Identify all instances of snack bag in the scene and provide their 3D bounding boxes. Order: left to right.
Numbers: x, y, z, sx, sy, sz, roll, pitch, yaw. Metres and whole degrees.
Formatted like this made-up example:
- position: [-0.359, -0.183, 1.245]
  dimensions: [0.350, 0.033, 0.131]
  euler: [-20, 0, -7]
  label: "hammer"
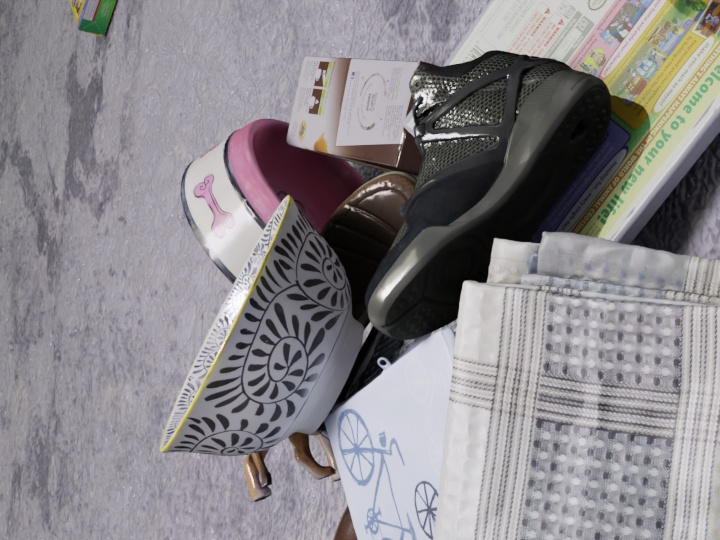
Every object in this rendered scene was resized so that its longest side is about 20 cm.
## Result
- position: [0.042, 0.147, 0.850]
  dimensions: [0.200, 0.021, 0.190]
  euler: [-46, 57, 57]
  label: "snack bag"

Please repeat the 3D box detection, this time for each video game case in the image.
- position: [0.142, -0.119, 0.854]
  dimensions: [0.182, 0.022, 0.201]
  euler: [46, 107, 31]
  label: "video game case"

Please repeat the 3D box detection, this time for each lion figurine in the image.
- position: [-0.044, 0.113, 1.099]
  dimensions: [0.072, 0.200, 0.124]
  euler: [-24, 78, 23]
  label: "lion figurine"

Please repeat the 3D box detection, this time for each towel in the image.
- position: [0.132, 0.083, 0.712]
  dimensions: [0.191, 0.034, 0.202]
  euler: [8, 86, 32]
  label: "towel"

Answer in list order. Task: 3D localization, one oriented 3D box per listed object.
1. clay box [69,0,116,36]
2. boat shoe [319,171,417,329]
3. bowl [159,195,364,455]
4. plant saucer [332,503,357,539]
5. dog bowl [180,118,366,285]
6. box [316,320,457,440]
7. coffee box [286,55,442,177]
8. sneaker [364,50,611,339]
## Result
- position: [-0.421, -0.465, 2.109]
  dimensions: [0.116, 0.047, 0.201]
  euler: [-64, 33, 26]
  label: "clay box"
- position: [0.000, 0.000, 1.041]
  dimensions: [0.072, 0.076, 0.201]
  euler: [45, 123, 14]
  label: "boat shoe"
- position: [-0.057, 0.056, 0.960]
  dimensions: [0.202, 0.094, 0.201]
  euler: [-61, 9, 16]
  label: "bowl"
- position: [0.029, 0.258, 1.043]
  dimensions: [0.200, 0.032, 0.202]
  euler: [-31, 54, 54]
  label: "plant saucer"
- position: [-0.053, -0.045, 1.143]
  dimensions: [0.074, 0.199, 0.201]
  euler: [-45, 41, 26]
  label: "dog bowl"
- position: [0.063, 0.043, 0.958]
  dimensions: [0.200, 0.050, 0.158]
  euler: [-35, 22, 56]
  label: "box"
- position: [0.036, -0.118, 1.072]
  dimensions: [0.200, 0.113, 0.081]
  euler: [20, 97, 62]
  label: "coffee box"
- position: [0.055, -0.054, 0.832]
  dimensions: [0.114, 0.076, 0.200]
  euler: [33, 86, 39]
  label: "sneaker"
